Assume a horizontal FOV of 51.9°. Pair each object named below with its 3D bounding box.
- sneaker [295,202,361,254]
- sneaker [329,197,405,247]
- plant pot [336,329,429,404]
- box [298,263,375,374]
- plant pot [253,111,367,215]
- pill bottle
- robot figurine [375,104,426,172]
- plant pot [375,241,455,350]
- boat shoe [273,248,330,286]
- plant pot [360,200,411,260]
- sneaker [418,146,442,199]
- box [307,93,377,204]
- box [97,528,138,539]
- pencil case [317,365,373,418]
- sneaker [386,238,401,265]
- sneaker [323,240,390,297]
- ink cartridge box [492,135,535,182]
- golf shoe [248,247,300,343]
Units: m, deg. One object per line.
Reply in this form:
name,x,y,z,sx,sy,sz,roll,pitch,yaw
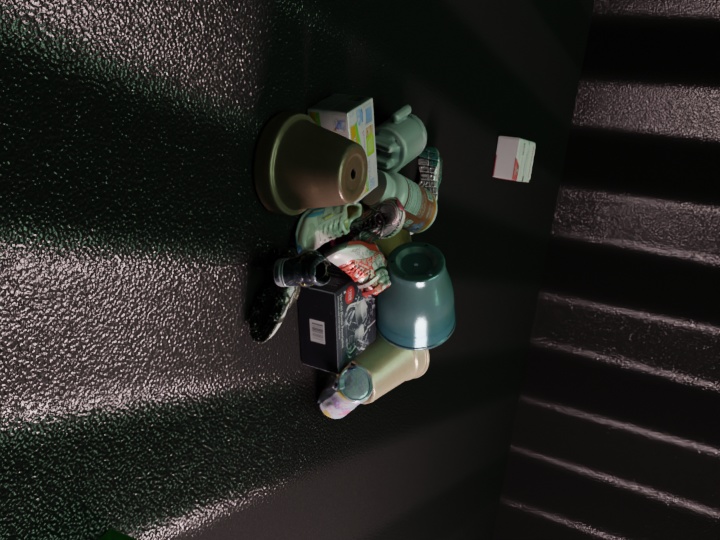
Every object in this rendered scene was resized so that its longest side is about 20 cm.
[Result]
sneaker,-0.071,-0.100,1.598,0.201,0.079,0.078,-51,143,-40
sneaker,0.018,-0.093,1.664,0.074,0.199,0.082,-11,70,-58
plant pot,0.041,0.227,1.849,0.182,0.198,0.204,-33,130,-38
box,-0.050,0.097,1.689,0.182,0.102,0.204,-38,133,-53
plant pot,-0.084,-0.196,1.438,0.200,0.172,0.204,-34,131,-52
pill bottle,0.089,-0.168,1.768,0.198,0.111,0.114,20,83,-48
robot figurine,0.090,-0.312,1.785,0.200,0.112,0.172,-40,150,-50
plant pot,0.130,0.047,1.720,0.201,0.197,0.190,-52,152,-40
boat shoe,-0.089,0.000,1.456,0.200,0.089,0.072,-23,112,-69
plant pot,0.058,-0.106,1.809,0.199,0.027,0.203,35,42,-39
sneaker,0.197,-0.237,2.064,0.091,0.076,0.204,3,99,-66
box,-0.035,-0.259,1.582,0.112,0.100,0.204,-43,136,-48
box,-0.423,0.552,1.170,0.199,0.095,0.180,-36,129,-53
pencil case,-0.037,0.285,1.711,0.089,0.085,0.200,-14,163,-21
sneaker,0.042,-0.070,1.834,0.201,0.072,0.120,-55,142,-39
sneaker,0.001,0.000,1.583,0.200,0.066,0.110,2,70,-60
ink cartridge box,0.554,-0.399,2.663,0.199,0.082,0.150,-7,107,-61
golf shoe,-0.159,0.058,1.497,0.094,0.076,0.203,43,64,-59
